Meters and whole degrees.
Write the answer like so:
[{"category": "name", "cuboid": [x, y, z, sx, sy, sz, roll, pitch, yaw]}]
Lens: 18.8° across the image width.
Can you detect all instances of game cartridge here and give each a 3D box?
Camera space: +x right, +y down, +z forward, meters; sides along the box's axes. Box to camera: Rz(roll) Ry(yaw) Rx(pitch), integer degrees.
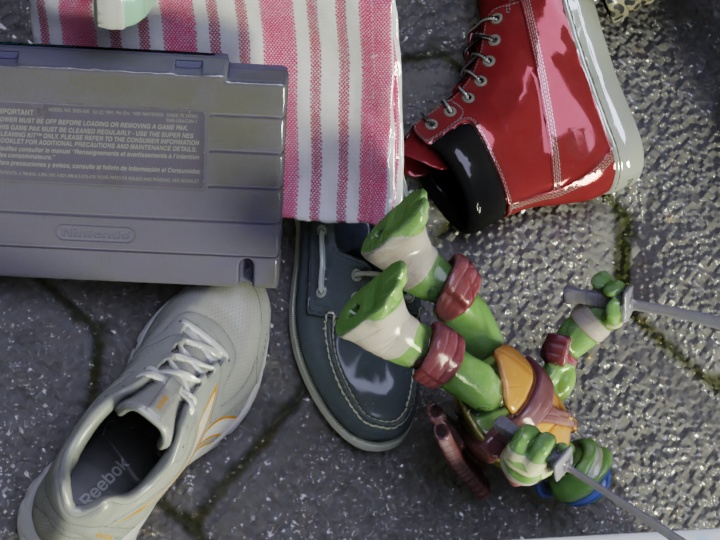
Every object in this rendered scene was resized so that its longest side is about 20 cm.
[{"category": "game cartridge", "cuboid": [-0.139, -0.056, 1.154, 0.199, 0.130, 0.038, 3, 25, -2]}]

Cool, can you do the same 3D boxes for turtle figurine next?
[{"category": "turtle figurine", "cuboid": [0.097, 0.041, 1.147, 0.194, 0.200, 0.144, 39, 72, -18]}]

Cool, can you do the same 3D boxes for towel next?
[{"category": "towel", "cuboid": [-0.077, -0.090, 1.168, 0.199, 0.147, 0.030, 0, 31, 5]}]

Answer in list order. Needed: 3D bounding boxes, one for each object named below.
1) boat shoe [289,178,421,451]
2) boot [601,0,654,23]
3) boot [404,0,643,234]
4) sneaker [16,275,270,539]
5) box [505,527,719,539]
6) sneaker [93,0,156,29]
[{"category": "boat shoe", "cuboid": [0.000, 0.000, 1.226, 0.072, 0.062, 0.201, 0, 69, -19]}, {"category": "boot", "cuboid": [0.179, -0.261, 1.280, 0.153, 0.073, 0.204, -24, 91, 8]}, {"category": "boot", "cuboid": [0.070, -0.126, 1.298, 0.144, 0.072, 0.201, -16, 78, -21]}, {"category": "sneaker", "cuboid": [-0.102, 0.071, 1.148, 0.076, 0.092, 0.200, 34, 62, -1]}, {"category": "box", "cuboid": [0.110, 0.234, 1.149, 0.199, 0.097, 0.177, 0, 71, -17]}, {"category": "sneaker", "cuboid": [-0.055, -0.190, 1.117, 0.118, 0.074, 0.201, 22, 58, 8]}]
